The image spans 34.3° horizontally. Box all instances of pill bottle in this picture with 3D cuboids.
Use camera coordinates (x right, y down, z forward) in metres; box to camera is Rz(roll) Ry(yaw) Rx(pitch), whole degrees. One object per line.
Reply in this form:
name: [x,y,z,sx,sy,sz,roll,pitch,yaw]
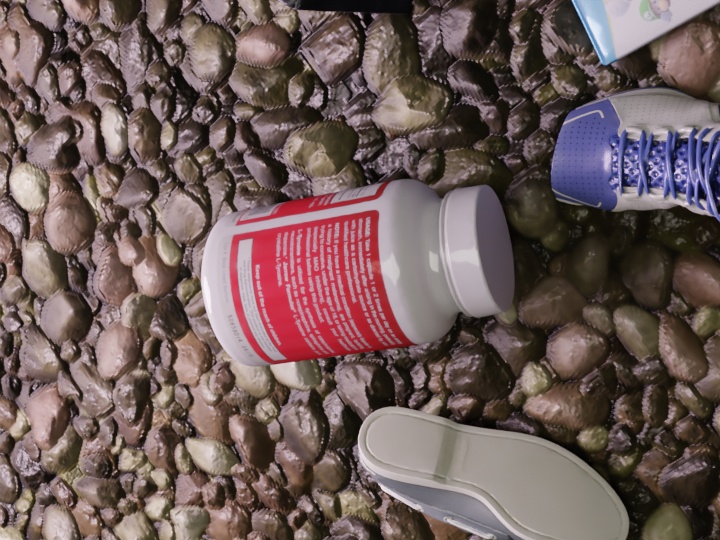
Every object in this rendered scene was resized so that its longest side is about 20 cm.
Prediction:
pill bottle: [0.000,0.000,0.805,0.198,0.112,0.114,-9,96,23]

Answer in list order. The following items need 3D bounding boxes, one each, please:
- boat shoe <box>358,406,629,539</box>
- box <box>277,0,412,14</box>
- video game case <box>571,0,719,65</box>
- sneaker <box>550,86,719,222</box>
boat shoe: [0.093,0.156,0.837,0.198,0.073,0.062,18,149,11]
box: [-0.065,-0.251,0.737,0.195,0.200,0.118,26,109,15]
video game case: [0.197,-0.232,0.700,0.199,0.018,0.144,-26,90,44]
sneaker: [0.211,-0.068,0.707,0.197,0.115,0.082,6,101,20]
